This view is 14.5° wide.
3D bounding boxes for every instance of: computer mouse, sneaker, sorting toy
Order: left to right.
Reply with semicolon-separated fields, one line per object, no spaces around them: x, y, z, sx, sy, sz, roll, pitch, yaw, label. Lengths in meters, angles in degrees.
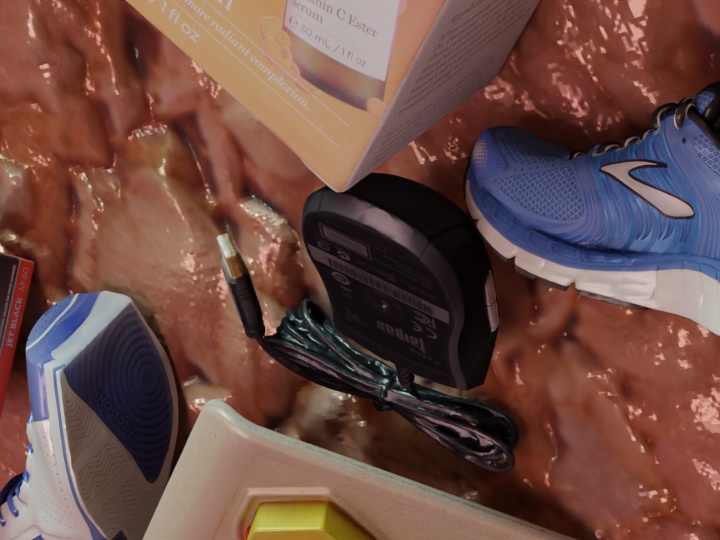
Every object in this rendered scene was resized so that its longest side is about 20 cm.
-0.141;0.108;1.343;0.115;0.081;0.200;8;124;35;sneaker
-0.003;0.155;1.240;0.199;0.037;0.185;23;135;-3;sorting toy
0.000;0.000;1.145;0.140;0.046;0.200;24;158;24;computer mouse
0.123;-0.030;1.033;0.200;0.078;0.090;18;105;40;sneaker

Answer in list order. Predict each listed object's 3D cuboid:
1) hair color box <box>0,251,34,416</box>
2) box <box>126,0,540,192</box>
-0.259;0.030;1.371;0.199;0.064;0.111;10;86;38;hair color box
0.002;-0.158;1.014;0.152;0.106;0.200;41;137;12;box
